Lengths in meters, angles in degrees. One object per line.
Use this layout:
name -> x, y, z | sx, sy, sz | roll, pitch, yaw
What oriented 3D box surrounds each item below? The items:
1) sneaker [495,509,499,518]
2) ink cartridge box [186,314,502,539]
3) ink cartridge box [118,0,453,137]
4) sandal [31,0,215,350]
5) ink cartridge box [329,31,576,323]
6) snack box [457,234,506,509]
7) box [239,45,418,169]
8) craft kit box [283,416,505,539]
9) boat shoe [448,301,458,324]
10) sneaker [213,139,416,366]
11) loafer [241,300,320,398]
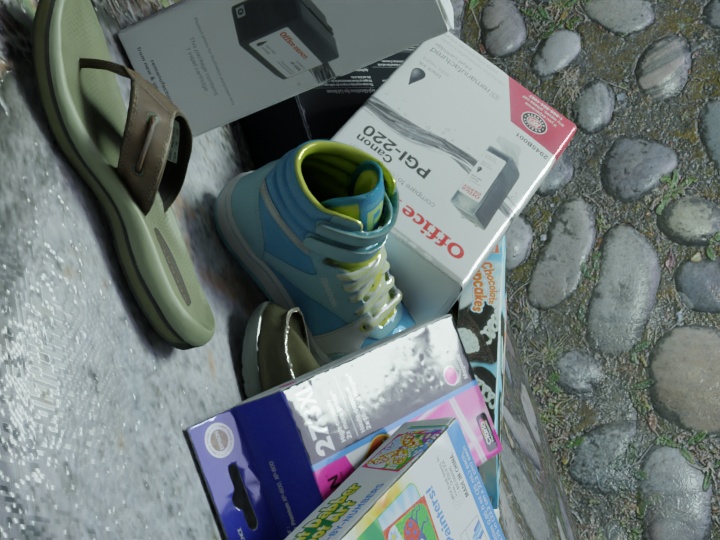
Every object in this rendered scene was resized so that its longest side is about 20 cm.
sneaker -> 0.091, 0.275, 0.959 | 0.200, 0.075, 0.106 | -58, 140, -67
ink cartridge box -> -0.001, 0.099, 0.619 | 0.199, 0.037, 0.095 | -20, 89, -42
ink cartridge box -> -0.044, -0.172, 0.724 | 0.145, 0.199, 0.084 | -78, 146, -70
sandal -> -0.112, -0.057, 0.564 | 0.080, 0.057, 0.202 | -71, 139, -73
ink cartridge box -> 0.054, -0.073, 0.816 | 0.145, 0.200, 0.085 | 37, -32, 4
snack box -> 0.098, 0.075, 0.858 | 0.116, 0.037, 0.201 | 80, 15, -51
box -> -0.013, -0.154, 0.932 | 0.199, 0.079, 0.142 | -11, 77, -46
craft kit box -> 0.022, 0.212, 0.549 | 0.197, 0.048, 0.201 | -36, 108, -50
boat shoe -> 0.052, 0.019, 0.933 | 0.200, 0.062, 0.074 | 67, 10, -55
sneaker -> 0.000, 0.000, 0.708 | 0.200, 0.130, 0.080 | 46, 52, -12
loafer -> -0.020, 0.111, 0.681 | 0.075, 0.069, 0.201 | 26, 45, -74
